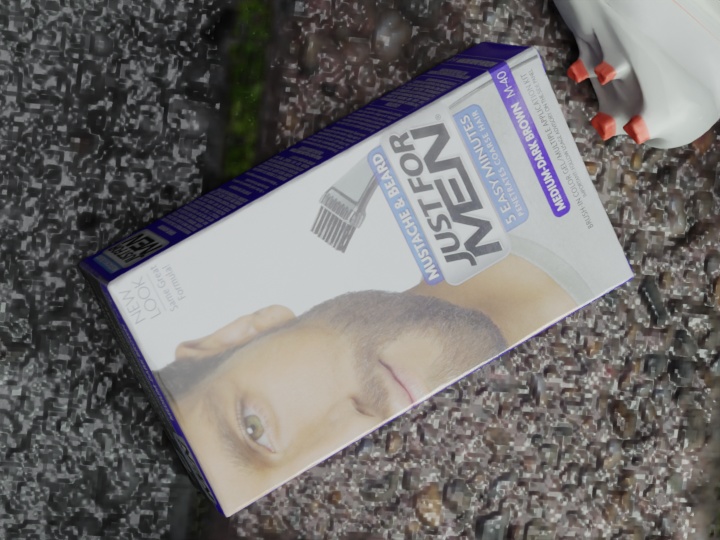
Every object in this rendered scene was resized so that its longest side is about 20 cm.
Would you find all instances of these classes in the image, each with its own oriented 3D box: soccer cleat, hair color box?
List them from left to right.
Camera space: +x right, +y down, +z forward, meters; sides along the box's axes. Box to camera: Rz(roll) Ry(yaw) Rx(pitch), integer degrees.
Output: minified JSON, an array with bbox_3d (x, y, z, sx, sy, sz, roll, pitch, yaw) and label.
[{"bbox_3d":[0.000,0.000,0.845,0.199,0.065,0.110,-30,106,-11],"label":"hair color box"},{"bbox_3d":[0.103,-0.145,0.861,0.077,0.069,0.201,-34,114,-16],"label":"soccer cleat"}]
